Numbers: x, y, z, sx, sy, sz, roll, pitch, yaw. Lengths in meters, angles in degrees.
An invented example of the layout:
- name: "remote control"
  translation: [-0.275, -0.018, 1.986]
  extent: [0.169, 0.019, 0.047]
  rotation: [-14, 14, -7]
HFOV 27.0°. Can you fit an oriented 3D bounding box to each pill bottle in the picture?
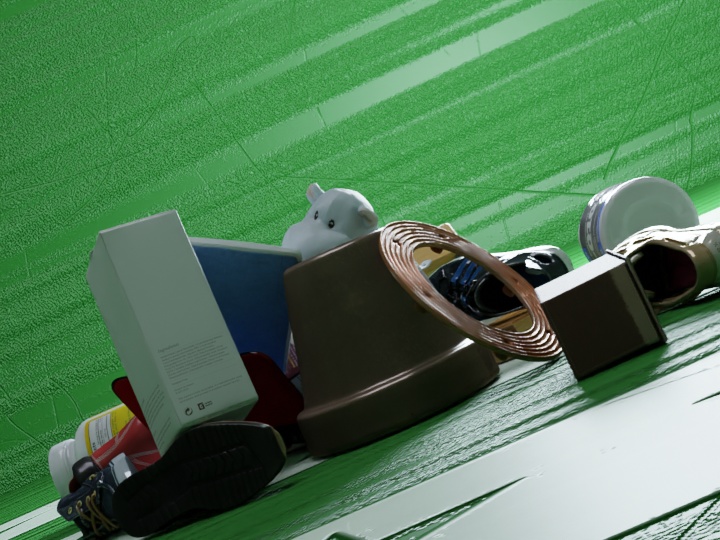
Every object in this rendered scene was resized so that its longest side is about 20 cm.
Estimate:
- name: "pill bottle"
  translation: [-0.286, 0.223, 1.893]
  extent: [0.198, 0.113, 0.112]
  rotation: [-24, 0, 9]
- name: "pill bottle"
  translation: [0.314, -0.045, 1.732]
  extent: [0.113, 0.115, 0.200]
  rotation: [-24, 0, -2]

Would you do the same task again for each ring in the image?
- name: "ring"
  translation: [0.101, 0.021, 1.379]
  extent: [0.019, 0.200, 0.200]
  rotation: [-58, -15, 22]

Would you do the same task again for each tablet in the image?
- name: "tablet"
  translation: [-0.132, 0.045, 1.527]
  extent: [0.129, 0.014, 0.201]
  rotation: [6, -46, -5]

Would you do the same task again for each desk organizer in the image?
- name: "desk organizer"
  translation: [0.194, 0.034, 1.241]
  extent: [0.076, 0.072, 0.200]
  rotation: [-26, 0, 6]

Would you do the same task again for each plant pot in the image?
- name: "plant pot"
  translation: [0.011, 0.058, 1.430]
  extent: [0.199, 0.176, 0.200]
  rotation: [-23, 1, 0]

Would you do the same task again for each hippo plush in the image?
- name: "hippo plush"
  translation: [0.000, 0.000, 1.557]
  extent: [0.159, 0.162, 0.200]
  rotation: [28, 58, 32]

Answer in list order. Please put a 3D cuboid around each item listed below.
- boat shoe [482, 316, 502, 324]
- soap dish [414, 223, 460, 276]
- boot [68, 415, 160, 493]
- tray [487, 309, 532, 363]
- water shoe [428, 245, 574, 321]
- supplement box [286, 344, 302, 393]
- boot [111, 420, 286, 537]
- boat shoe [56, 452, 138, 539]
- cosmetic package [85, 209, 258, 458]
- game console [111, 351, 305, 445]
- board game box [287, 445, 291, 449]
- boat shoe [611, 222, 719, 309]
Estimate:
- name: "boat shoe"
  translation: [0.099, 0.081, 1.687]
  extent: [0.199, 0.074, 0.065]
  rotation: [-34, 7, -11]
- name: "soap dish"
  translation: [0.057, 0.052, 1.828]
  extent: [0.199, 0.159, 0.081]
  rotation: [-25, 22, -29]
- name: "boot"
  translation: [-0.265, 0.214, 1.724]
  extent: [0.144, 0.073, 0.200]
  rotation: [-39, -9, -2]
- name: "tray"
  translation: [0.186, 0.055, 1.609]
  extent: [0.098, 0.037, 0.199]
  rotation: [-24, 0, 41]
- name: "water shoe"
  translation: [0.128, 0.018, 1.586]
  extent: [0.199, 0.072, 0.079]
  rotation: [-19, 1, 37]
- name: "supplement box"
  translation: [-0.042, 0.061, 1.702]
  extent: [0.199, 0.109, 0.061]
  rotation: [-35, -36, 1]
- name: "boot"
  translation: [-0.120, 0.175, 1.392]
  extent: [0.199, 0.078, 0.138]
  rotation: [-23, -4, 33]
- name: "boat shoe"
  translation: [-0.255, 0.241, 1.526]
  extent: [0.091, 0.071, 0.200]
  rotation: [-38, 4, -12]
- name: "cosmetic package"
  translation: [-0.180, 0.060, 1.406]
  extent: [0.084, 0.202, 0.108]
  rotation: [-18, -15, -24]
- name: "game console"
  translation: [-0.124, 0.124, 1.559]
  extent: [0.198, 0.120, 0.172]
  rotation: [-12, 12, 29]
- name: "board game box"
  translation: [-0.148, 0.209, 1.706]
  extent: [0.198, 0.026, 0.200]
  rotation: [-24, 0, 12]
- name: "boat shoe"
  translation: [0.265, -0.001, 1.360]
  extent: [0.069, 0.074, 0.200]
  rotation: [-17, -2, -27]
